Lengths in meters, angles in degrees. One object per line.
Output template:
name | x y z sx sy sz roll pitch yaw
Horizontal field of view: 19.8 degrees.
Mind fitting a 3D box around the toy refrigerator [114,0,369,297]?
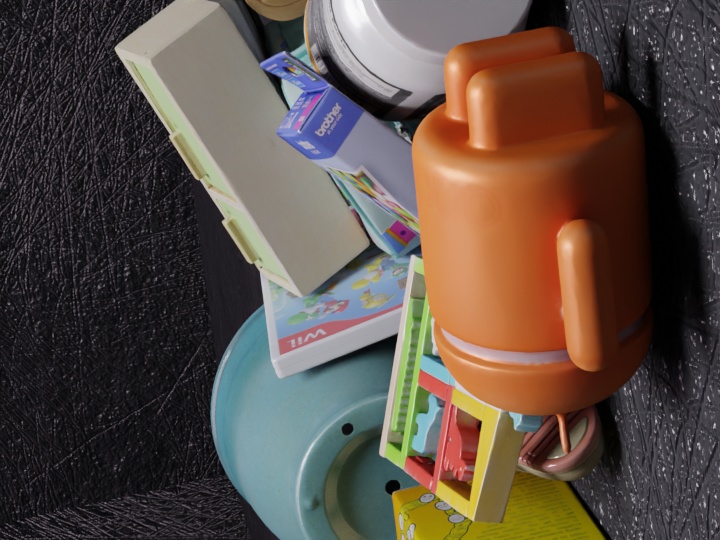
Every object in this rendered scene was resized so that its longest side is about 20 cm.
toy refrigerator | -0.081 -0.082 1.392 0.201 0.070 0.076 57 166 -25

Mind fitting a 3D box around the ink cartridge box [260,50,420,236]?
ink cartridge box | 0.018 -0.059 1.246 0.200 0.042 0.119 38 177 -10

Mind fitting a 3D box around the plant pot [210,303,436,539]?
plant pot | 0.005 0.121 1.416 0.188 0.198 0.202 -126 26 -73

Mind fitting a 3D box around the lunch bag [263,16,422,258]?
lunch bag | 0.000 -0.109 1.425 0.161 0.077 0.200 58 -177 -26

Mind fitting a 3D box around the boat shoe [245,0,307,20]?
boat shoe | -0.019 -0.259 1.350 0.201 0.073 0.069 -62 10 10

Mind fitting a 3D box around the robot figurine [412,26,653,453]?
robot figurine | 0.087 -0.016 1.017 0.143 0.116 0.202 13 122 36

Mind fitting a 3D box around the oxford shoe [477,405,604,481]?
oxford shoe | 0.107 0.091 1.248 0.074 0.071 0.200 49 177 -21

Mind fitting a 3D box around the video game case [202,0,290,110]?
video game case | -0.088 -0.180 1.490 0.182 0.023 0.201 -110 -5 -50

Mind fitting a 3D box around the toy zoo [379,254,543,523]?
toy zoo | 0.060 0.068 1.213 0.200 0.020 0.132 -154 72 -70

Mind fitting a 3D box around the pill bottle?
pill bottle | 0.034 -0.153 1.178 0.200 0.115 0.117 159 100 -80

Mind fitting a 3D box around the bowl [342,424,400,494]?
bowl | 0.022 0.099 1.611 0.200 0.074 0.201 -51 -49 -80

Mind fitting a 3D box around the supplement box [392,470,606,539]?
supplement box | 0.097 0.211 1.253 0.200 0.109 0.110 -122 22 -68

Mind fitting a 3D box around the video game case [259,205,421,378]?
video game case | 0.000 0.000 1.430 0.200 0.142 0.018 -104 -8 -66
